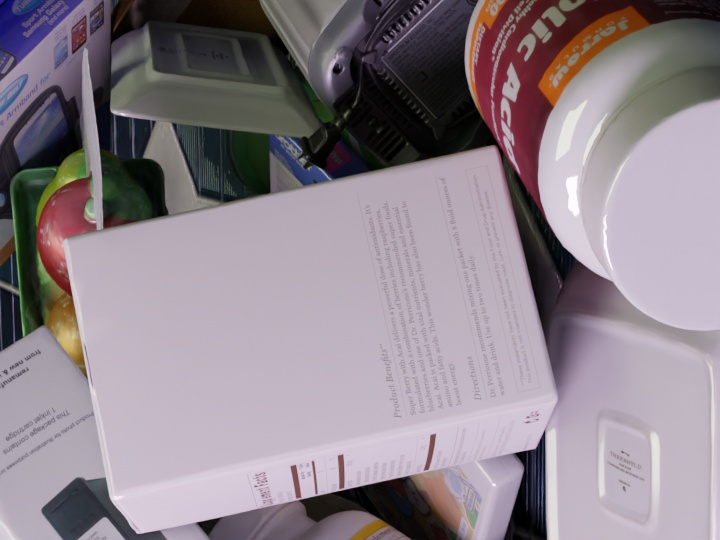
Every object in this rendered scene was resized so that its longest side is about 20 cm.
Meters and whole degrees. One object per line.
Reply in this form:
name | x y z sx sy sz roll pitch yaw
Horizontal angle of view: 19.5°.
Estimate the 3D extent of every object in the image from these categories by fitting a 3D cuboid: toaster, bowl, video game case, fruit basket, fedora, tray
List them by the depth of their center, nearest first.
bowl | 0.147 0.084 0.928 0.200 0.074 0.202 19 112 60
toaster | 0.033 -0.138 1.013 0.200 0.114 0.129 -44 35 6
tray | -0.078 -0.105 1.103 0.200 0.106 0.022 -113 30 -73
video game case | 0.016 0.080 1.121 0.182 0.023 0.201 52 161 21
fruit basket | -0.135 -0.003 1.130 0.200 0.093 0.187 135 130 -71
fedora | -0.064 -0.171 1.238 0.082 0.200 0.201 46 146 2

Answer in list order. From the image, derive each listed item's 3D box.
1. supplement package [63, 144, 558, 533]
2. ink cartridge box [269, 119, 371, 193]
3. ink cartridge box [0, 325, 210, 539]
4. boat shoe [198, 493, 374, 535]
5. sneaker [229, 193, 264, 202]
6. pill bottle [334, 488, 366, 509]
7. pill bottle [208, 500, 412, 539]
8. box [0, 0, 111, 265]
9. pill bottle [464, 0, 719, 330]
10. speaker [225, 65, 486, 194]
supplement package | -0.023 0.035 0.955 0.120 0.198 0.123 91 167 -76
ink cartridge box | 0.000 0.000 1.137 0.119 0.042 0.201 46 160 22
ink cartridge box | -0.137 0.151 1.054 0.200 0.083 0.147 51 155 15
boat shoe | -0.041 0.151 1.189 0.072 0.200 0.061 -57 0 -6
sneaker | -0.089 0.052 1.241 0.085 0.075 0.201 44 113 33
pill bottle | -0.046 0.168 1.285 0.201 0.110 0.111 67 148 31
pill bottle | 0.010 0.196 1.087 0.199 0.112 0.113 31 128 19
box | -0.190 -0.092 1.178 0.041 0.119 0.201 34 152 11
pill bottle | 0.117 -0.062 0.863 0.200 0.113 0.115 -113 28 -63
speaker | -0.006 -0.080 1.192 0.200 0.088 0.089 -2 93 63
